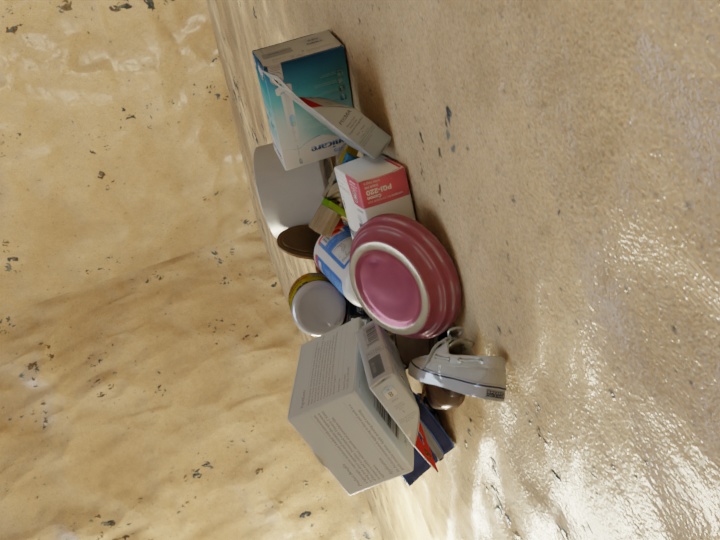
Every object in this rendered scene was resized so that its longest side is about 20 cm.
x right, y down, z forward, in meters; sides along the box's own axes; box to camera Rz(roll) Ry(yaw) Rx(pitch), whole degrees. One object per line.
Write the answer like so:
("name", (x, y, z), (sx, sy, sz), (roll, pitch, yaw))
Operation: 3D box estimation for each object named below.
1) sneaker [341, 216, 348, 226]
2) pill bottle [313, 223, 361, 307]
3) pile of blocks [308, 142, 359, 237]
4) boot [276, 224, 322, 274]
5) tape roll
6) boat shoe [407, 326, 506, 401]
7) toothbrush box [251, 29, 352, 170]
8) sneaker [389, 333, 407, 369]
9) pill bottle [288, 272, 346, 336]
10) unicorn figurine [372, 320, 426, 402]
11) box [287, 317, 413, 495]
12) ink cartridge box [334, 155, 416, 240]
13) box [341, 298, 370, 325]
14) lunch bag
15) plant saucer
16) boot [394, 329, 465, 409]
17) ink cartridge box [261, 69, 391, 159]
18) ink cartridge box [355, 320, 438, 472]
("sneaker", (-0.007, -0.114, 1.379), (0.078, 0.078, 0.200), (63, 178, -24))
("pill bottle", (0.000, 0.000, 1.376), (0.200, 0.111, 0.113), (44, 152, 50))
("pile of blocks", (-0.022, -0.140, 1.280), (0.082, 0.062, 0.202), (-18, 48, 62))
("boot", (-0.083, -0.025, 1.543), (0.155, 0.197, 0.075), (115, 158, -63))
("tape roll", (-0.129, -0.177, 1.542), (0.203, 0.137, 0.205), (-12, -90, -83))
("boat shoe", (0.134, 0.123, 1.025), (0.201, 0.074, 0.087), (2, 81, 66))
("toothbrush box", (-0.093, -0.298, 1.292), (0.086, 0.145, 0.202), (-121, 15, -49))
("sneaker", (0.072, 0.180, 1.498), (0.088, 0.076, 0.200), (43, 166, -16))
("pill bottle", (-0.092, 0.064, 1.499), (0.200, 0.108, 0.111), (-144, 36, -80))
("unicorn figurine", (0.085, 0.138, 1.328), (0.139, 0.073, 0.200), (65, 172, -9))
("box", (-0.010, 0.228, 1.244), (0.200, 0.130, 0.201), (56, -161, -26))
("ink cartridge box", (0.034, -0.074, 1.191), (0.146, 0.084, 0.202), (-134, 26, -66))
("box", (-0.022, 0.112, 1.506), (0.161, 0.044, 0.201), (-94, 14, -49))
("lunch bag", (0.089, 0.302, 1.416), (0.137, 0.132, 0.200), (57, 172, -14))
("plant saucer", (0.054, 0.017, 1.084), (0.199, 0.051, 0.202), (26, 132, 33))
("boot", (0.117, 0.130, 1.186), (0.147, 0.070, 0.202), (107, 143, -61))
("ink cartridge box", (-0.057, -0.262, 1.156), (0.199, 0.047, 0.160), (37, -176, -24))
("ink cartridge box", (0.070, 0.195, 1.149), (0.201, 0.047, 0.160), (54, -173, -25))
